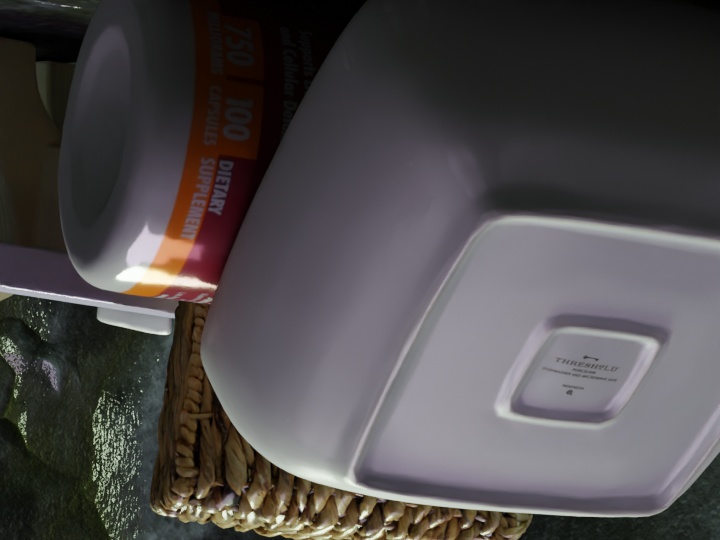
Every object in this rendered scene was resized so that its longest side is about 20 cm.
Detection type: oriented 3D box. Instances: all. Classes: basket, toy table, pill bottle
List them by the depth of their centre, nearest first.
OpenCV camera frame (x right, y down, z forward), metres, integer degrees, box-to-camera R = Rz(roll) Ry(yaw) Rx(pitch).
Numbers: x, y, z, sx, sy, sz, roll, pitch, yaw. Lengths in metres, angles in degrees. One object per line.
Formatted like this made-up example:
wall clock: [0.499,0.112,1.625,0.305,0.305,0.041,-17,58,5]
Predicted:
pill bottle: [0.001,-0.038,0.829,0.200,0.113,0.113,7,178,-23]
basket: [-0.002,0.015,0.961,0.149,0.200,0.143,7,170,-8]
toy table: [-0.124,-0.042,1.086,0.184,0.117,0.200,5,177,44]

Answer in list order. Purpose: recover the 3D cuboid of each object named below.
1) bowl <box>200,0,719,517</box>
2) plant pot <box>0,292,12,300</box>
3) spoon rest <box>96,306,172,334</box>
bowl: [0.065,0.009,0.762,0.200,0.200,0.075,8,-139,-25]
plant pot: [-0.312,-0.028,1.467,0.173,0.200,0.200,-9,-179,-10]
spoon rest: [-0.088,-0.039,1.245,0.099,0.061,0.200,11,-150,9]
